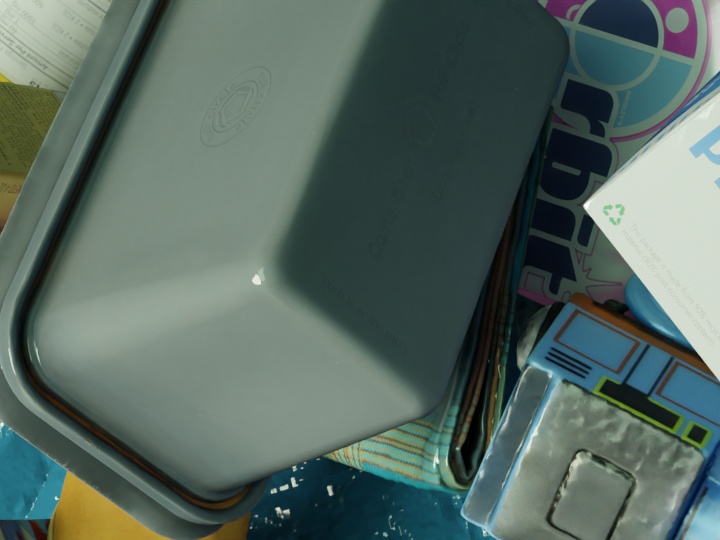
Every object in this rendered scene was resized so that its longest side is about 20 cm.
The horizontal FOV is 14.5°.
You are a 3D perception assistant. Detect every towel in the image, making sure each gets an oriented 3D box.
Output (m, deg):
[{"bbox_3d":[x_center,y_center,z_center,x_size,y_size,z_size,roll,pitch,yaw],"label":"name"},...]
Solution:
[{"bbox_3d":[0.000,0.000,1.068,0.200,0.022,0.148,9,90,60],"label":"towel"}]

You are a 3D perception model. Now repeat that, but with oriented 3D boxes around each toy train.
[{"bbox_3d":[0.135,0.076,0.945,0.199,0.114,0.087,28,121,9],"label":"toy train"}]

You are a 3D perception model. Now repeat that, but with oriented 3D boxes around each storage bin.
[{"bbox_3d":[-0.014,-0.019,0.938,0.134,0.145,0.201,-16,43,48],"label":"storage bin"}]

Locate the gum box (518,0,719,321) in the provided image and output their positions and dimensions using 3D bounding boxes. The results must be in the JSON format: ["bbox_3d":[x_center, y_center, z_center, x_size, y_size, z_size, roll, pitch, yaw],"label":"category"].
[{"bbox_3d":[0.109,-0.071,1.043,0.113,0.066,0.201,20,97,29],"label":"gum box"}]

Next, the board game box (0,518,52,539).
[{"bbox_3d":[-0.078,0.185,1.053,0.056,0.195,0.200,-44,69,18],"label":"board game box"}]

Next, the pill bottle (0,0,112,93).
[{"bbox_3d":[-0.135,-0.119,1.139,0.200,0.112,0.112,-48,67,9],"label":"pill bottle"}]

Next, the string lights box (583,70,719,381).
[{"bbox_3d":[0.146,-0.022,0.885,0.059,0.200,0.103,-38,90,25],"label":"string lights box"}]

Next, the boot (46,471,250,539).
[{"bbox_3d":[-0.057,0.049,1.048,0.144,0.070,0.202,-54,34,26],"label":"boot"}]

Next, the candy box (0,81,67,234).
[{"bbox_3d":[-0.142,-0.014,1.097,0.115,0.200,0.055,-43,72,19],"label":"candy box"}]
